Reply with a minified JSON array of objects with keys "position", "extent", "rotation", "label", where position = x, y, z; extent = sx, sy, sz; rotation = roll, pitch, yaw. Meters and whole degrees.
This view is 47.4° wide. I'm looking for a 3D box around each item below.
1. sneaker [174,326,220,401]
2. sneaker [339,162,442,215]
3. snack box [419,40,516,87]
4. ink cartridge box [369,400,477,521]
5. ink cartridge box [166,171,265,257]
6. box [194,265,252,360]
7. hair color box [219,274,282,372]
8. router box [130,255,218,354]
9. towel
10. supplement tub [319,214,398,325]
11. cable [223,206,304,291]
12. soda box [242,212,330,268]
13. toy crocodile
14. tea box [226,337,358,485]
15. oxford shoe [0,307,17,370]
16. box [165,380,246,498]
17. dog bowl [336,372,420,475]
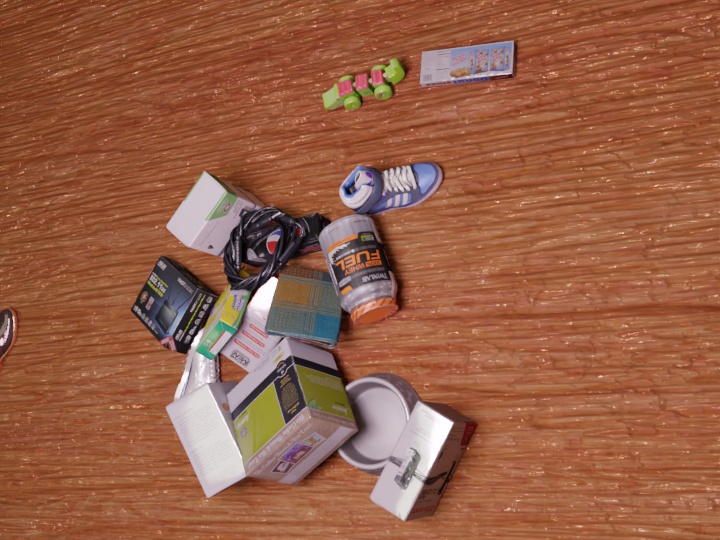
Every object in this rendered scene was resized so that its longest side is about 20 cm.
[{"position":[-0.340,0.220,1.803],"extent":[0.080,0.076,0.202],"rotation":[17,93,19],"label":"sneaker"},{"position":[0.054,-0.175,1.646],"extent":[0.199,0.146,0.081],"rotation":[-21,71,21],"label":"sneaker"},{"position":[0.220,-0.424,1.687],"extent":[0.198,0.024,0.073],"rotation":[0,78,26],"label":"snack box"},{"position":[0.117,0.350,1.507],"extent":[0.083,0.144,0.201],"rotation":[28,92,27],"label":"ink cartridge box"},{"position":[-0.301,-0.112,1.776],"extent":[0.084,0.200,0.147],"rotation":[39,98,23],"label":"ink cartridge box"},{"position":[-0.283,0.085,1.747],"extent":[0.117,0.048,0.201],"rotation":[-48,20,33],"label":"box"},{"position":[-0.204,0.112,1.738],"extent":[0.101,0.061,0.201],"rotation":[35,95,-1],"label":"hair color box"},{"position":[-0.421,0.075,1.841],"extent":[0.200,0.062,0.151],"rotation":[33,94,44],"label":"router box"},{"position":[-0.107,0.069,1.650],"extent":[0.145,0.022,0.201],"rotation":[12,40,-4],"label":"towel"},{"position":[0.000,0.000,1.650],"extent":[0.122,0.122,0.201],"rotation":[-27,69,18],"label":"supplement tub"},{"position":[-0.219,-0.046,1.708],"extent":[0.163,0.051,0.201],"rotation":[33,83,32],"label":"cable"},{"position":[-0.162,-0.063,1.769],"extent":[0.199,0.071,0.064],"rotation":[-15,72,22],"label":"soda box"},{"position":[0.005,-0.398,1.764],"extent":[0.199,0.062,0.068],"rotation":[-14,73,23],"label":"toy crocodile"},{"position":[-0.138,0.278,1.607],"extent":[0.200,0.133,0.198],"rotation":[-44,45,24],"label":"tea box"},{"position":[-0.937,0.189,2.089],"extent":[0.071,0.072,0.202],"rotation":[18,87,28],"label":"oxford shoe"},{"position":[-0.284,0.339,1.676],"extent":[0.106,0.152,0.201],"rotation":[-30,78,9],"label":"box"},{"position":[0.027,0.300,1.610],"extent":[0.198,0.059,0.202],"rotation":[-5,77,24],"label":"dog bowl"}]
